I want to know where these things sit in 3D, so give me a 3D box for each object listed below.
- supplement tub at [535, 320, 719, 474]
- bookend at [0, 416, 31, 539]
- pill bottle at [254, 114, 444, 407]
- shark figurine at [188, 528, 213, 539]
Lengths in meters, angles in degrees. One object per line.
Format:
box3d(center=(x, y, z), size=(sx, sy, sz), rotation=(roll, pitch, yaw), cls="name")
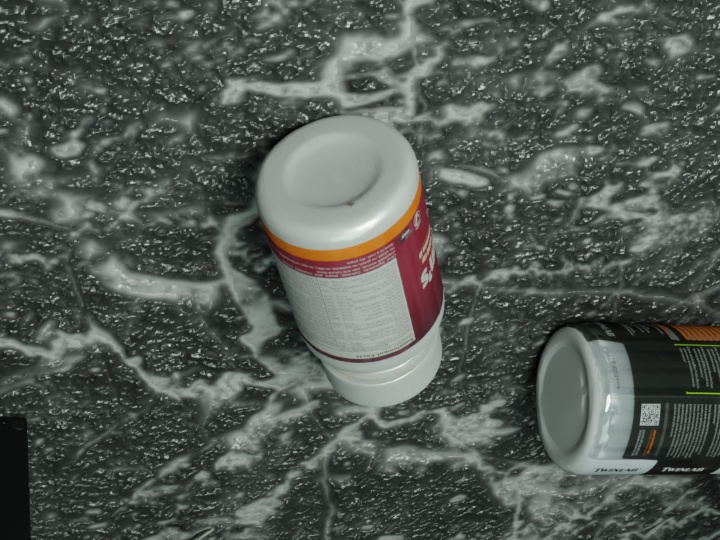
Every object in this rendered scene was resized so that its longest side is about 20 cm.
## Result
box3d(center=(0.254, 0.106, 1.118), size=(0.197, 0.124, 0.123), rotation=(3, 136, -18), cls="supplement tub")
box3d(center=(-0.318, 0.249, 1.047), size=(0.091, 0.202, 0.200), rotation=(7, 134, -23), cls="bookend")
box3d(center=(0.000, 0.000, 0.935), size=(0.108, 0.110, 0.201), rotation=(-15, 139, 1), cls="pill bottle")
box3d(center=(-0.135, 0.306, 1.278), size=(0.089, 0.128, 0.216), rotation=(-34, 123, -16), cls="shark figurine")
